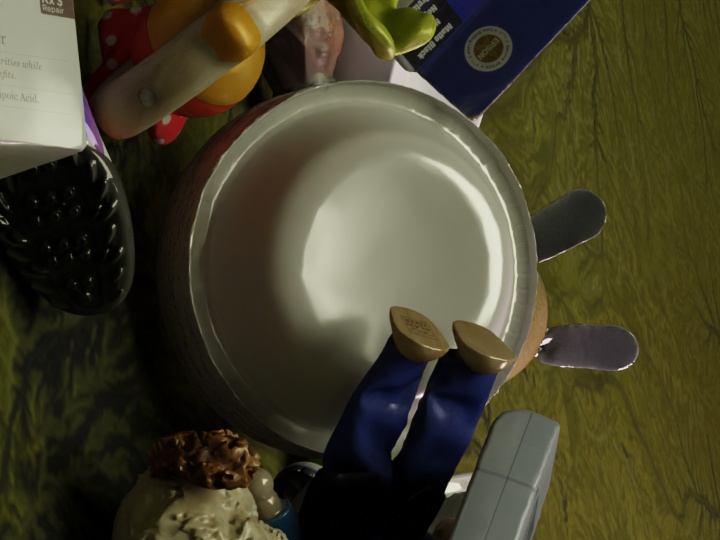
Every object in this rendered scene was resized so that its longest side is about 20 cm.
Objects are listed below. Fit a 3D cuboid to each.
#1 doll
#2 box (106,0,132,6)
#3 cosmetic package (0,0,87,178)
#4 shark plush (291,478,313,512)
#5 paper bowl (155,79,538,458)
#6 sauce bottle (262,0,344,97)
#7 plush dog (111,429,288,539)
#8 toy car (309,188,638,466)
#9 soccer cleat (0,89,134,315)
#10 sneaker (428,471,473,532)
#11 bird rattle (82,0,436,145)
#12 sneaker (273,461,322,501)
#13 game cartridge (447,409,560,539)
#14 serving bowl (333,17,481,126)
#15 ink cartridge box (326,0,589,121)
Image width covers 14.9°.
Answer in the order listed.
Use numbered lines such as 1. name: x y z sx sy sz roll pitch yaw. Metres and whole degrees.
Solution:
1. doll: 0.002 0.117 1.398 0.136 0.201 0.048 12 21 -30
2. box: -0.084 -0.253 1.378 0.200 0.192 0.122 48 37 -54
3. cosmetic package: -0.189 -0.143 1.169 0.113 0.081 0.201 2 78 -49
4. shark plush: -0.029 0.197 1.452 0.091 0.083 0.201 56 41 -61
5. paper bowl: 0.000 0.000 1.451 0.104 0.200 0.202 173 -94 -68
6. sauce bottle: -0.045 -0.165 1.621 0.066 0.066 0.201 -17 95 -69
7. plush dog: -0.078 0.172 1.320 0.200 0.160 0.172 99 -15 -47
8. toy car: 0.055 0.018 1.593 0.158 0.199 0.165 -63 139 -68
9. soccer cleat: -0.151 -0.075 1.301 0.073 0.068 0.201 -69 141 -62
10. sneaker: 0.033 0.176 1.667 0.200 0.070 0.100 -10 91 -64
11. bird rattle: -0.077 -0.120 1.346 0.113 0.199 0.163 62 33 -12
12. sneaker: 0.030 0.176 1.558 0.200 0.072 0.073 39 30 -3
13. game cartridge: 0.051 0.173 1.355 0.133 0.041 0.201 99 11 -68
14. serving bowl: 0.024 -0.126 1.740 0.200 0.066 0.201 15 90 -71
15. ink cartridge box: 0.055 -0.213 1.484 0.200 0.200 0.041 41 -3 26
